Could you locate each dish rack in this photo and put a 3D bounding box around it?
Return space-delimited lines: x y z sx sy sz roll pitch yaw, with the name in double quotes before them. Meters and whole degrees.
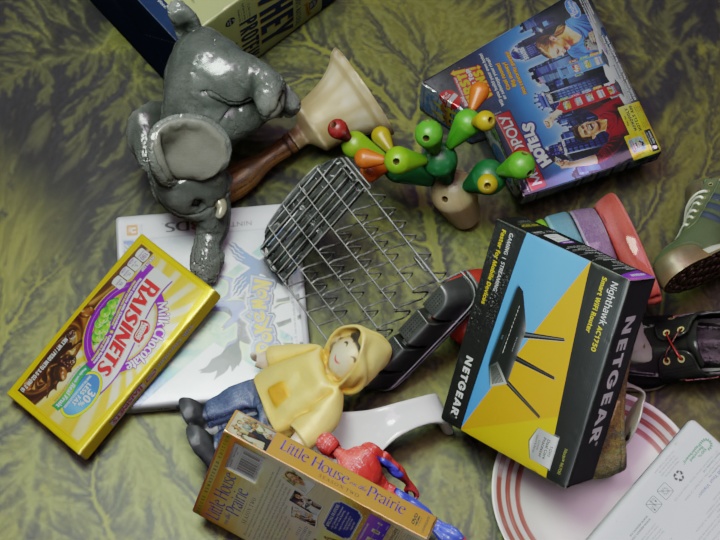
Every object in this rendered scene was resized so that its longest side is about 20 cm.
"dish rack" 0.000 0.000 1.642 0.153 0.054 0.200 -47 71 26

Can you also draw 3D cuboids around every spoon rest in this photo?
"spoon rest" -0.010 0.163 1.621 0.199 0.061 0.100 -23 69 -11

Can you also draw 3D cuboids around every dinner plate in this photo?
"dinner plate" 0.220 0.208 1.624 0.199 0.024 0.201 0 67 0

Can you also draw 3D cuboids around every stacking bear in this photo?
"stacking bear" 0.169 0.014 1.661 0.199 0.121 0.114 -22 90 2

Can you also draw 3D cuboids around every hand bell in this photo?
"hand bell" -0.075 -0.121 1.740 0.200 0.104 0.104 -36 71 0

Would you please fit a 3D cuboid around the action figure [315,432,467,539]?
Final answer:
"action figure" 0.033 0.217 1.570 0.200 0.052 0.065 46 74 -12

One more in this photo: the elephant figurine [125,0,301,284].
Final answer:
"elephant figurine" -0.158 -0.117 1.653 0.155 0.142 0.200 35 85 16

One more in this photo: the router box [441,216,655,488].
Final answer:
"router box" 0.165 0.070 1.561 0.149 0.051 0.201 26 111 35

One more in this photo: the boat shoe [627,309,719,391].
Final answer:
"boat shoe" 0.308 0.071 1.662 0.200 0.063 0.074 -3 70 0

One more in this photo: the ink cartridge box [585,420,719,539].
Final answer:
"ink cartridge box" 0.309 0.272 1.567 0.200 0.043 0.196 42 72 9

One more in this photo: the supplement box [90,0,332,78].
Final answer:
"supplement box" -0.162 -0.318 1.779 0.200 0.134 0.200 -39 73 -15

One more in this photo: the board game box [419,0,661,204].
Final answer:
"board game box" 0.170 -0.163 1.758 0.199 0.062 0.201 -18 69 -7

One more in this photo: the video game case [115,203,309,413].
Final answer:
"video game case" -0.143 0.034 1.693 0.181 0.022 0.201 -5 68 -2

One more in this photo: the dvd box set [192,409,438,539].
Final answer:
"dvd box set" -0.044 0.215 1.542 0.199 0.147 0.029 27 49 4

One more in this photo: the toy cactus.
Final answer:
"toy cactus" 0.079 -0.102 1.676 0.199 0.165 0.103 -1 60 19

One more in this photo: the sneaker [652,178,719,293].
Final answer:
"sneaker" 0.334 -0.044 1.683 0.200 0.067 0.090 -18 64 -37

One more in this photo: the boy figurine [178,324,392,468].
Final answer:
"boy figurine" -0.062 0.115 1.595 0.199 0.064 0.125 -25 51 11

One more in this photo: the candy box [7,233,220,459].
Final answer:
"candy box" -0.233 0.070 1.654 0.102 0.026 0.200 36 80 19

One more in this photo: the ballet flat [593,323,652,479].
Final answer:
"ballet flat" 0.232 0.094 1.592 0.070 0.071 0.201 9 100 3
